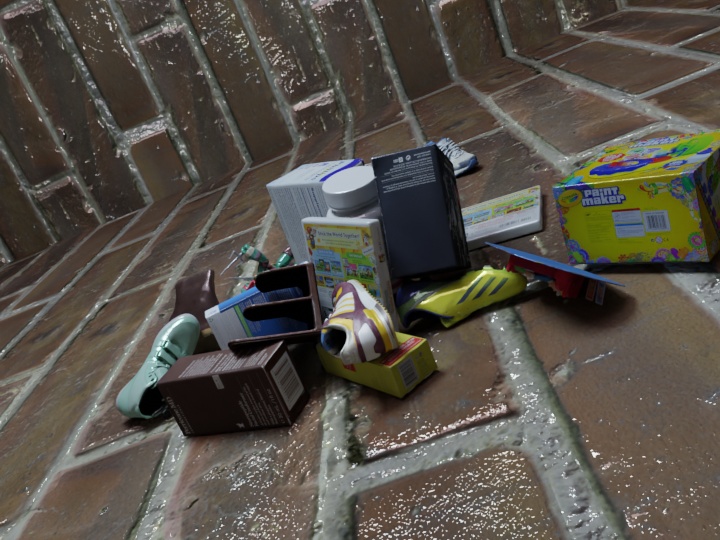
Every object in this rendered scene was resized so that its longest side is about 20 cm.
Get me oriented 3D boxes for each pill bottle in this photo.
[{"bbox_3d":[0.008,-0.062,1.189,0.112,0.202,0.114,-13,29,8],"label":"pill bottle"}]

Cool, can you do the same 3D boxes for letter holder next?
[{"bbox_3d":[-0.137,0.063,1.089,0.140,0.102,0.200,-9,-8,-8],"label":"letter holder"}]

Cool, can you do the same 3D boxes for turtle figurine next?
[{"bbox_3d":[-0.191,0.004,1.474,0.199,0.101,0.150,-31,-20,-25],"label":"turtle figurine"}]

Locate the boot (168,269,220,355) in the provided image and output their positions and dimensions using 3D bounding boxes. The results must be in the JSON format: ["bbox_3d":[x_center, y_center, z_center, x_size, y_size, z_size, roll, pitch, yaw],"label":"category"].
[{"bbox_3d":[-0.286,0.068,1.339,0.198,0.072,0.168,-21,55,27],"label":"boot"}]

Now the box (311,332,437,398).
[{"bbox_3d":[0.015,0.120,1.005,0.075,0.051,0.199,-33,22,-27],"label":"box"}]

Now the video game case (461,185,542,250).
[{"bbox_3d":[0.242,-0.091,1.335,0.198,0.023,0.182,-17,21,22],"label":"video game case"}]

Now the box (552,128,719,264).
[{"bbox_3d":[0.413,-0.103,1.006,0.199,0.123,0.192,-1,24,46],"label":"box"}]

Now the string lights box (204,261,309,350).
[{"bbox_3d":[-0.156,0.075,1.228,0.198,0.104,0.059,-26,13,-10],"label":"string lights box"}]

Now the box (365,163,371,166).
[{"bbox_3d":[-0.014,-0.262,2.030,0.198,0.042,0.119,-3,28,40],"label":"box"}]

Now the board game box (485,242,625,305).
[{"bbox_3d":[0.253,0.007,0.970,0.156,0.039,0.200,15,7,-11],"label":"board game box"}]

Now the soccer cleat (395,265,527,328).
[{"bbox_3d":[0.149,0.045,1.058,0.197,0.065,0.085,-9,61,15],"label":"soccer cleat"}]

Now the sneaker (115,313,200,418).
[{"bbox_3d":[-0.315,0.163,1.188,0.118,0.074,0.202,-3,50,54],"label":"sneaker"}]

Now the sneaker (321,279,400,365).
[{"bbox_3d":[-0.022,0.070,0.988,0.089,0.076,0.200,-23,18,-14],"label":"sneaker"}]

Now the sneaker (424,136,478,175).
[{"bbox_3d":[0.213,-0.282,1.760,0.077,0.086,0.199,-31,22,-21],"label":"sneaker"}]

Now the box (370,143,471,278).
[{"bbox_3d":[0.102,-0.085,1.131,0.103,0.185,0.200,-10,-2,15],"label":"box"}]

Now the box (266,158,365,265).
[{"bbox_3d":[-0.062,-0.104,1.371,0.105,0.186,0.199,-33,24,-33],"label":"box"}]

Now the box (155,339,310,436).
[{"bbox_3d":[-0.184,0.171,1.026,0.198,0.101,0.075,-12,22,29],"label":"box"}]

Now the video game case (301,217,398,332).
[{"bbox_3d":[-0.019,0.010,1.108,0.023,0.184,0.199,-18,14,-31],"label":"video game case"}]
